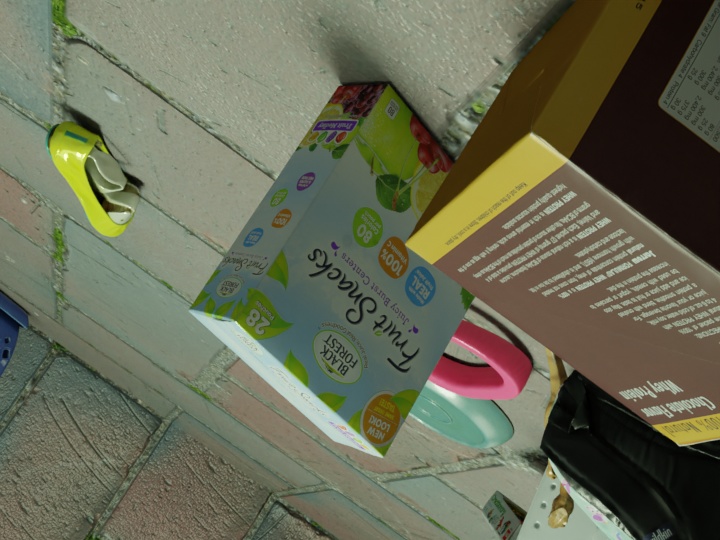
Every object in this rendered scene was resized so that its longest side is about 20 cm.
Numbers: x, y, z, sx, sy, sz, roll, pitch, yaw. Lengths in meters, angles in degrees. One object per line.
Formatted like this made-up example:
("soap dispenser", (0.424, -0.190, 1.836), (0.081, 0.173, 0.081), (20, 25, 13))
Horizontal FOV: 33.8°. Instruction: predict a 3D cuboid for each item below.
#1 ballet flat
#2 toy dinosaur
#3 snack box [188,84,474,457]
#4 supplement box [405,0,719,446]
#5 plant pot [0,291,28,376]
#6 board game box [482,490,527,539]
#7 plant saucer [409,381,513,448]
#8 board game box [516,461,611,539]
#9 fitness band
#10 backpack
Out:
("ballet flat", (-0.285, -0.094, 1.332), (0.066, 0.068, 0.201), (11, 154, 20))
("toy dinosaur", (0.179, 0.118, 1.029), (0.059, 0.204, 0.106), (-9, 178, 21))
("snack box", (0.000, 0.000, 0.841), (0.067, 0.202, 0.169), (9, 151, 52))
("supplement box", (0.158, -0.030, 0.597), (0.199, 0.134, 0.197), (35, 162, -4))
("plant pot", (-0.906, 0.123, 2.773), (0.198, 0.181, 0.200), (10, 152, 51))
("board game box", (0.231, 0.332, 1.322), (0.199, 0.035, 0.126), (37, -179, -8))
("plant saucer", (0.083, 0.148, 1.362), (0.198, 0.028, 0.201), (31, 162, 11))
("board game box", (0.248, 0.255, 1.082), (0.198, 0.203, 0.026), (24, -177, 26))
("fitness band", (0.084, 0.076, 1.158), (0.143, 0.038, 0.199), (39, 163, -16))
("backpack", (0.235, 0.157, 0.920), (0.199, 0.168, 0.127), (33, 169, 23))
